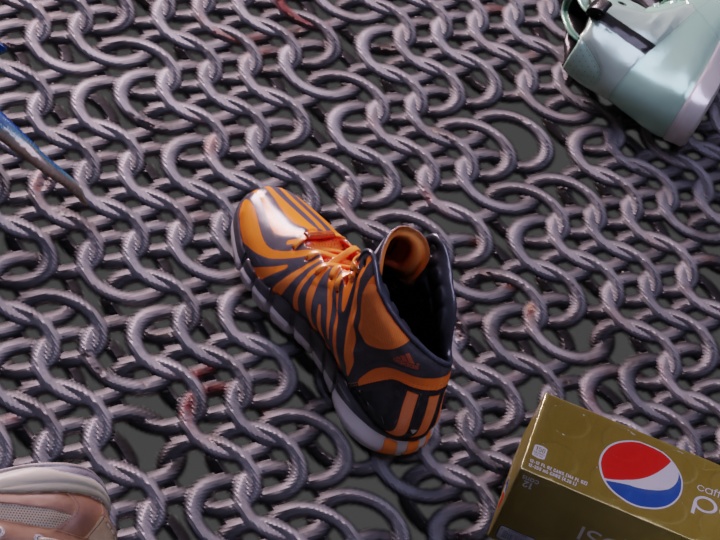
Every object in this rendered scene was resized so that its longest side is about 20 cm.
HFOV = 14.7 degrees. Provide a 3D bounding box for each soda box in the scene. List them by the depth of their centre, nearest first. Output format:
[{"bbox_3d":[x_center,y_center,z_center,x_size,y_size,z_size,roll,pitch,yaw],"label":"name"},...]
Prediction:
[{"bbox_3d":[0.178,0.147,1.570,0.200,0.064,0.068,23,42,1],"label":"soda box"}]

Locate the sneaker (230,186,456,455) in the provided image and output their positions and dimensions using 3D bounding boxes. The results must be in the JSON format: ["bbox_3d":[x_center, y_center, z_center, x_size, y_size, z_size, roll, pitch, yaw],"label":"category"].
[{"bbox_3d":[0.000,0.000,1.612,0.077,0.112,0.200,-14,53,-34],"label":"sneaker"}]

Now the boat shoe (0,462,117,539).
[{"bbox_3d":[-0.212,0.143,1.403,0.200,0.076,0.072,-5,50,-25],"label":"boat shoe"}]

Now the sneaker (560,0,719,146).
[{"bbox_3d":[0.205,-0.181,1.914,0.118,0.074,0.201,30,44,0],"label":"sneaker"}]

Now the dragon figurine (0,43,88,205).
[{"bbox_3d":[-0.246,-0.108,1.661,0.200,0.059,0.100,16,42,-5],"label":"dragon figurine"}]
